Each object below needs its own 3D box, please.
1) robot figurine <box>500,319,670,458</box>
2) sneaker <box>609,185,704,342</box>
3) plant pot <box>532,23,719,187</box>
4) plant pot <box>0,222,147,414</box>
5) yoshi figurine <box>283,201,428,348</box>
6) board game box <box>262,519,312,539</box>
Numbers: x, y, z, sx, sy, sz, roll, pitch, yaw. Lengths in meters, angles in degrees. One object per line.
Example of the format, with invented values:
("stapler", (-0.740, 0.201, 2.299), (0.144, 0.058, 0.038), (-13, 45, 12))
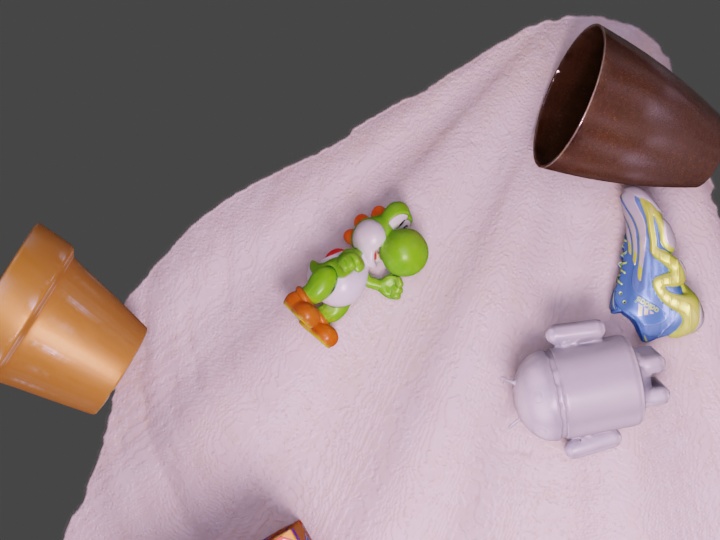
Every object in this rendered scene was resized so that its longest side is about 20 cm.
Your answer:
("robot figurine", (0.272, 0.144, 1.720), (0.199, 0.113, 0.171), (-10, 97, -1))
("sneaker", (0.347, -0.002, 1.757), (0.105, 0.076, 0.201), (-24, 84, -2))
("plant pot", (0.344, -0.181, 1.743), (0.199, 0.187, 0.188), (20, 83, -12))
("plant pot", (-0.368, 0.075, 1.711), (0.183, 0.200, 0.201), (33, 84, -12))
("yoshi figurine", (0.008, 0.005, 1.752), (0.112, 0.112, 0.200), (44, 83, -10))
("board game box", (-0.112, 0.433, 1.645), (0.199, 0.200, 0.200), (-30, 84, -3))
